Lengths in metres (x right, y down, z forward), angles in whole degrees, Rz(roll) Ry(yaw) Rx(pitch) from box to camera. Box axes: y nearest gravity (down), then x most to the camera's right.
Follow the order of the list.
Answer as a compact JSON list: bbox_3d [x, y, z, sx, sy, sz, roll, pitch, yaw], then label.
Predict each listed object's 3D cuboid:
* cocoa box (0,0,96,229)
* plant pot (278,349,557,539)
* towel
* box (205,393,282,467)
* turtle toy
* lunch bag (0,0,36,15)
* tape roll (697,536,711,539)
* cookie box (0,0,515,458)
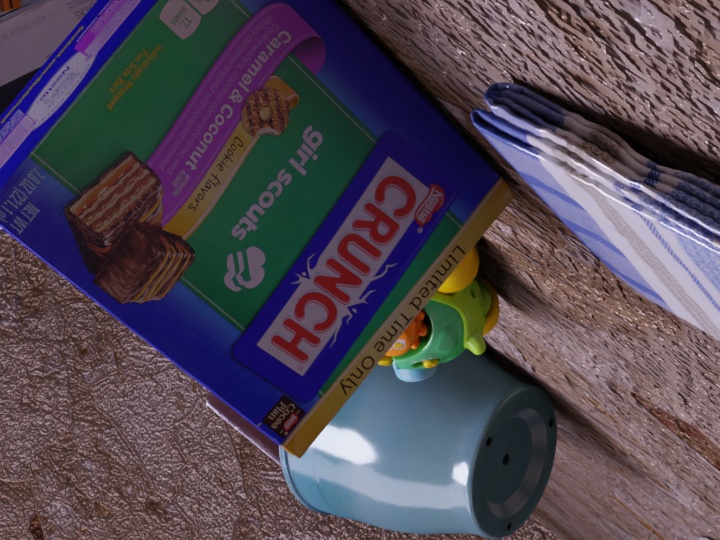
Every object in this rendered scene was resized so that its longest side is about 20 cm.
[{"bbox_3d":[-0.236,-0.114,1.035,0.199,0.133,0.132,3,120,58],"label":"cocoa box"},{"bbox_3d":[0.062,0.144,1.282,0.187,0.201,0.200,15,160,38],"label":"plant pot"},{"bbox_3d":[0.137,0.002,0.540,0.147,0.024,0.200,42,176,-41],"label":"towel"},{"bbox_3d":[-0.037,0.119,1.566,0.164,0.201,0.166,38,173,5],"label":"box"},{"bbox_3d":[0.000,0.000,0.953,0.199,0.101,0.146,36,173,22],"label":"turtle toy"},{"bbox_3d":[-0.267,-0.194,1.259,0.199,0.076,0.160,37,176,14],"label":"lunch bag"},{"bbox_3d":[0.349,0.359,1.318,0.202,0.140,0.203,39,174,4],"label":"tape roll"},{"bbox_3d":[-0.053,-0.039,0.677,0.200,0.172,0.075,41,176,-31],"label":"cookie box"}]
